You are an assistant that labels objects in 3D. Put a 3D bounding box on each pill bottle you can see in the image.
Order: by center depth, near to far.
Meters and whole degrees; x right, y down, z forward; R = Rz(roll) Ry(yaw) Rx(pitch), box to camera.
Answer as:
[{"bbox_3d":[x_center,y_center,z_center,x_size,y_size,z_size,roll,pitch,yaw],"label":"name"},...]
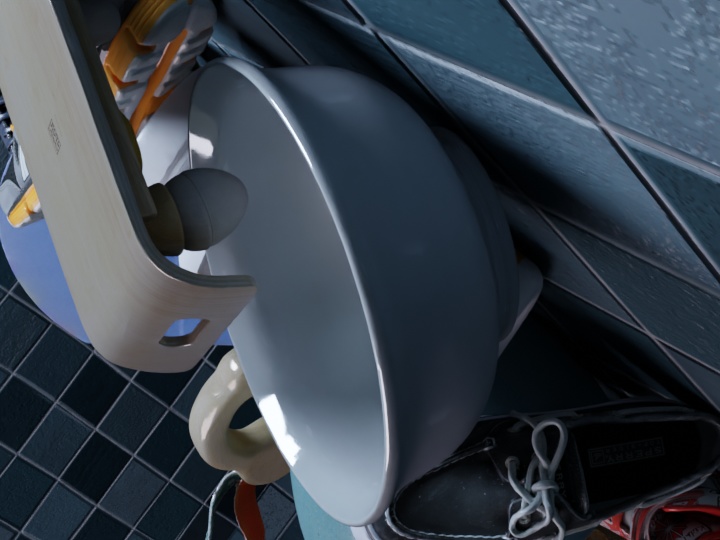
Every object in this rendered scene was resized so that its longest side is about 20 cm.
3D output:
[{"bbox_3d":[-0.018,-0.010,0.858,0.200,0.117,0.116,36,174,9],"label":"pill bottle"}]

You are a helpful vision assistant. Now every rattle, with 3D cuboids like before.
[{"bbox_3d":[-0.093,0.090,1.253,0.143,0.130,0.201,41,142,21],"label":"rattle"}]

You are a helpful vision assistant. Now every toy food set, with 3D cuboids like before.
[{"bbox_3d":[-0.101,-0.064,0.727,0.201,0.060,0.144,69,159,10],"label":"toy food set"}]

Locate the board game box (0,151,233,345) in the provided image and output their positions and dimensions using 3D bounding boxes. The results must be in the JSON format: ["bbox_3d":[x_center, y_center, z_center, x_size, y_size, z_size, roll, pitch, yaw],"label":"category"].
[{"bbox_3d":[-0.103,-0.030,0.979,0.039,0.199,0.159,-87,-3,-53],"label":"board game box"}]

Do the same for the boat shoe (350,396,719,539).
[{"bbox_3d":[0.094,0.107,0.879,0.198,0.074,0.068,-6,177,-13],"label":"boat shoe"}]

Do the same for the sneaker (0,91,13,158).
[{"bbox_3d":[-0.229,-0.103,1.193,0.203,0.077,0.146,55,-164,-17],"label":"sneaker"}]

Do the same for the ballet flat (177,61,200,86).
[{"bbox_3d":[-0.105,-0.093,1.010,0.071,0.071,0.200,35,174,20],"label":"ballet flat"}]

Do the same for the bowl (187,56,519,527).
[{"bbox_3d":[0.005,-0.002,0.718,0.201,0.090,0.202,163,90,-71],"label":"bowl"}]

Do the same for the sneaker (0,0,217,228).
[{"bbox_3d":[-0.140,-0.094,0.864,0.077,0.078,0.200,48,134,8],"label":"sneaker"}]

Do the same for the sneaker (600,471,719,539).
[{"bbox_3d":[0.166,0.131,0.993,0.201,0.068,0.108,28,-173,27],"label":"sneaker"}]

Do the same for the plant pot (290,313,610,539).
[{"bbox_3d":[0.038,0.080,0.988,0.200,0.200,0.135,27,147,60],"label":"plant pot"}]

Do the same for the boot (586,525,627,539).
[{"bbox_3d":[0.146,0.199,1.113,0.199,0.073,0.155,14,168,9],"label":"boot"}]
